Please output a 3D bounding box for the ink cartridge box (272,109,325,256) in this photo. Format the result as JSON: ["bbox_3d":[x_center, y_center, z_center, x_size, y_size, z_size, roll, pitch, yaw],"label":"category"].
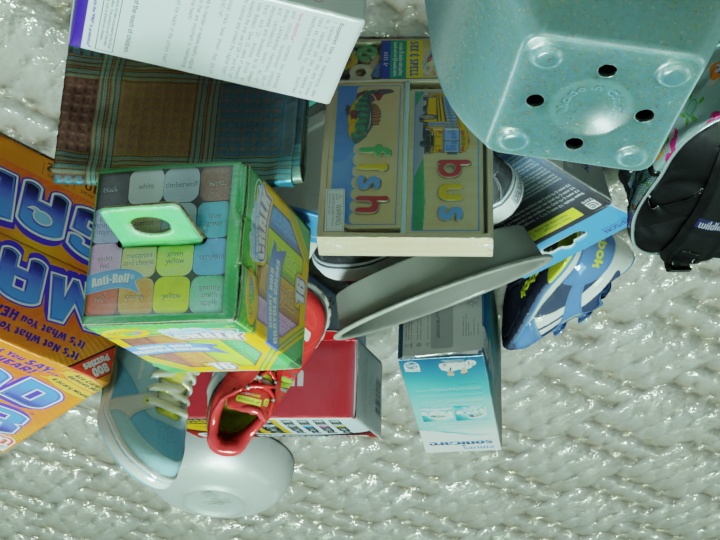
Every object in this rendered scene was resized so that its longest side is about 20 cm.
[{"bbox_3d":[-0.082,-0.046,1.197,0.068,0.116,0.200,14,145,-15],"label":"ink cartridge box"}]

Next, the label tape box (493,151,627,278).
[{"bbox_3d":[0.127,-0.080,1.176,0.200,0.066,0.143,26,142,-33],"label":"label tape box"}]

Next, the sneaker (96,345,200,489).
[{"bbox_3d":[-0.168,0.089,1.181,0.079,0.200,0.131,32,111,-33],"label":"sneaker"}]

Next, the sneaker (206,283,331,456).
[{"bbox_3d":[-0.084,0.093,1.200,0.077,0.085,0.200,21,125,-11],"label":"sneaker"}]

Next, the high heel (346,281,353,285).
[{"bbox_3d":[0.000,0.000,1.276,0.067,0.097,0.200,-4,146,10],"label":"high heel"}]

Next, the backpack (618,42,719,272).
[{"bbox_3d":[0.305,-0.104,1.045,0.177,0.151,0.200,3,154,-4],"label":"backpack"}]

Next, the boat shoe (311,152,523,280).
[{"bbox_3d":[0.033,-0.051,1.107,0.199,0.072,0.068,-18,141,30],"label":"boat shoe"}]

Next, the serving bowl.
[{"bbox_3d":[-0.186,0.272,1.729,0.199,0.066,0.200,2,145,2],"label":"serving bowl"}]

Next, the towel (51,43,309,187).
[{"bbox_3d":[-0.137,-0.134,1.047,0.199,0.147,0.022,1,162,5],"label":"towel"}]

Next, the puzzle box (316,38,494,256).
[{"bbox_3d":[0.037,-0.099,1.033,0.132,0.201,0.025,0,146,3],"label":"puzzle box"}]

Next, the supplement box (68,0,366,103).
[{"bbox_3d":[-0.101,-0.209,0.970,0.199,0.102,0.103,11,146,-11],"label":"supplement box"}]

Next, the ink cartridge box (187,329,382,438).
[{"bbox_3d":[-0.091,0.115,1.330,0.199,0.084,0.176,-2,165,12],"label":"ink cartridge box"}]

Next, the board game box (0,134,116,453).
[{"bbox_3d":[-0.353,0.018,1.243,0.199,0.201,0.200,28,140,-31],"label":"board game box"}]

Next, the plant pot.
[{"bbox_3d":[0.149,-0.183,0.897,0.195,0.201,0.197,8,146,-5],"label":"plant pot"}]

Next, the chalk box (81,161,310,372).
[{"bbox_3d":[-0.126,-0.004,1.007,0.124,0.124,0.200,-2,164,17],"label":"chalk box"}]

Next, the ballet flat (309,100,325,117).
[{"bbox_3d":[-0.123,-0.134,1.103,0.199,0.068,0.068,-10,119,23],"label":"ballet flat"}]

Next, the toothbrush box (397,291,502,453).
[{"bbox_3d":[0.093,0.073,1.335,0.085,0.147,0.200,-4,147,10],"label":"toothbrush box"}]

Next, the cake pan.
[{"bbox_3d":[0.065,0.009,1.144,0.199,0.037,0.200,-20,174,-2],"label":"cake pan"}]

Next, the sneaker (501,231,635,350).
[{"bbox_3d":[0.197,0.024,1.318,0.082,0.074,0.200,9,148,-16],"label":"sneaker"}]

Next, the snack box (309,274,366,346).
[{"bbox_3d":[-0.107,0.045,1.391,0.142,0.053,0.200,-18,142,32],"label":"snack box"}]
